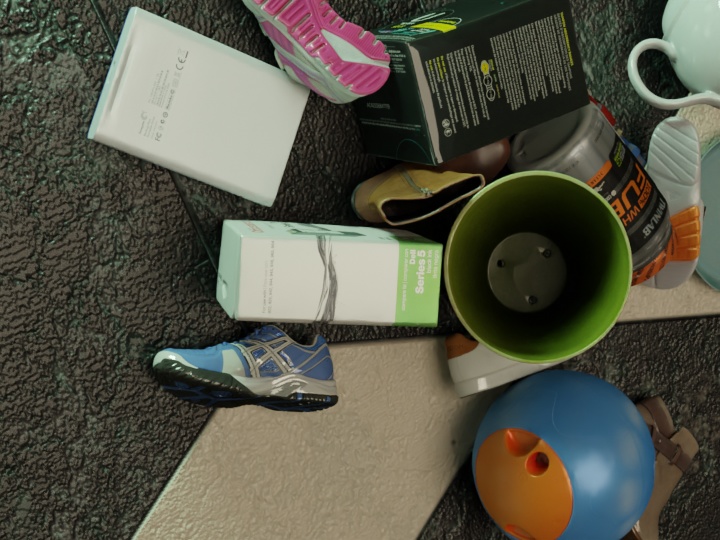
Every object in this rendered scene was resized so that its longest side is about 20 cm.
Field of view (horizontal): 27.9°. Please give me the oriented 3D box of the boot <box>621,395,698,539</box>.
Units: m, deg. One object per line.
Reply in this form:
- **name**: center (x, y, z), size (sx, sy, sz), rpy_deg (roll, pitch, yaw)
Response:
- **boot**: center (0.352, 0.257, 1.736), size (0.146, 0.070, 0.201), rpy_deg (-40, 114, -21)

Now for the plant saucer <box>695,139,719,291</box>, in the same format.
- **plant saucer**: center (0.464, -0.071, 1.777), size (0.198, 0.027, 0.203), rpy_deg (-4, 98, -28)

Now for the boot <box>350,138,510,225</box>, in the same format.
- **boot**: center (0.087, -0.097, 1.445), size (0.186, 0.200, 0.069), rpy_deg (-15, 95, -9)

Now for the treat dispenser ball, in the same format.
- **treat dispenser ball**: center (0.221, 0.210, 1.580), size (0.199, 0.200, 0.203), rpy_deg (-4, 99, -28)

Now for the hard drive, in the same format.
- **hard drive**: center (-0.155, -0.158, 1.423), size (0.199, 0.025, 0.133), rpy_deg (20, 87, -29)

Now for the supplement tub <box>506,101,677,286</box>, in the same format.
- **supplement tub**: center (0.261, -0.083, 1.608), size (0.123, 0.122, 0.200), rpy_deg (-50, 117, -14)

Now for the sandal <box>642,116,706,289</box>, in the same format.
- **sandal**: center (0.369, -0.080, 1.689), size (0.059, 0.078, 0.209), rpy_deg (-32, 131, -59)

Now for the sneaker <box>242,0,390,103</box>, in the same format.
- **sneaker**: center (-0.062, -0.237, 1.430), size (0.081, 0.088, 0.200), rpy_deg (-38, 87, -26)

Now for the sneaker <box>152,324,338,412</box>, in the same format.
- **sneaker**: center (-0.117, 0.096, 1.464), size (0.198, 0.076, 0.078), rpy_deg (9, 70, -29)

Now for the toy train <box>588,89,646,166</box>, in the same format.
- **toy train**: center (0.265, -0.175, 1.641), size (0.034, 0.046, 0.200), rpy_deg (-50, 117, -13)

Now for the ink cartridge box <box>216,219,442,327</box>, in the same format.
- **ink cartridge box**: center (-0.034, 0.002, 1.416), size (0.198, 0.145, 0.085), rpy_deg (3, 96, -13)

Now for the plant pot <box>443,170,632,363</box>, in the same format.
- **plant pot**: center (0.179, -0.002, 1.517), size (0.185, 0.200, 0.189), rpy_deg (0, 89, 3)

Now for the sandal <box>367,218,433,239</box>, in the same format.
- **sandal**: center (0.000, 0.000, 1.519), size (0.199, 0.045, 0.076), rpy_deg (-25, 106, -24)

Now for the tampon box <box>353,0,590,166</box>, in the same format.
- **tampon box**: center (0.107, -0.204, 1.490), size (0.199, 0.149, 0.128), rpy_deg (-23, 108, -25)

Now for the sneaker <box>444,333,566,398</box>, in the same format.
- **sneaker**: center (0.178, 0.075, 1.614), size (0.199, 0.073, 0.085), rpy_deg (-15, 83, -37)

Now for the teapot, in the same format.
- **teapot**: center (0.407, -0.288, 1.649), size (0.145, 0.200, 0.198), rpy_deg (32, 120, 7)
